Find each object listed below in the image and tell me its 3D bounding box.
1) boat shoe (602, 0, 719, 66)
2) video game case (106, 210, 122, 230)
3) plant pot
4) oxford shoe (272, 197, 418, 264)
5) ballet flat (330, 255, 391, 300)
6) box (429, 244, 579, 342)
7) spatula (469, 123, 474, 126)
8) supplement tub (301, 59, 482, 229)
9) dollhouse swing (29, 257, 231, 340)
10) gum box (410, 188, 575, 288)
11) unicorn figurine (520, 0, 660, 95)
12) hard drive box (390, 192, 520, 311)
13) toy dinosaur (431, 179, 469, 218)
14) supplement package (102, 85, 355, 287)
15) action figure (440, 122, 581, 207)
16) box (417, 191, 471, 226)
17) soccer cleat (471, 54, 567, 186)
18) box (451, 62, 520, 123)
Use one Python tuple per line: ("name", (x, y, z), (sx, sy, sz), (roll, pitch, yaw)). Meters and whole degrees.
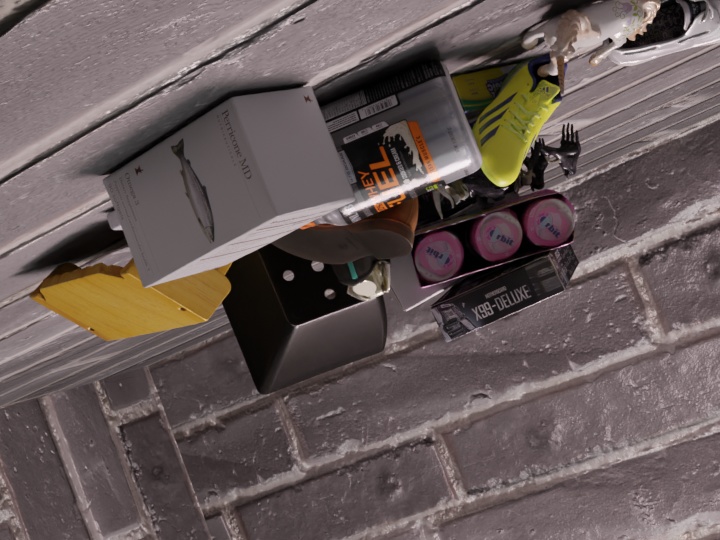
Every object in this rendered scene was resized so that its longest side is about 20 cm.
("boat shoe", (0.367, -0.287, 1.438), (0.199, 0.072, 0.068), (-13, 179, 15))
("video game case", (-0.166, -0.093, 1.468), (0.199, 0.023, 0.182), (-24, 175, 14))
("plant pot", (-0.072, 0.026, 1.747), (0.199, 0.201, 0.178), (-19, 165, -18))
("oxford shoe", (-0.021, -0.053, 1.395), (0.199, 0.072, 0.071), (-1, 148, 33))
("ballet flat", (0.000, 0.000, 1.516), (0.068, 0.069, 0.200), (-21, 173, 11))
("box", (0.183, 0.018, 1.589), (0.157, 0.050, 0.200), (-25, -178, 18))
("spatula", (0.081, -0.143, 1.484), (0.199, 0.021, 0.056), (-22, 180, 40))
("supplement tub", (0.013, -0.123, 1.300), (0.199, 0.123, 0.123), (-22, 176, 8))
("dollhouse swing", (-0.267, -0.021, 1.599), (0.199, 0.177, 0.182), (-12, 144, 42))
("gum box", (0.156, -0.042, 1.536), (0.199, 0.066, 0.114), (-17, -175, 2))
("unicorn figurine", (0.227, -0.241, 1.320), (0.200, 0.074, 0.137), (-37, -179, -19))
("hard drive box", (0.127, -0.031, 1.677), (0.199, 0.077, 0.156), (-30, -179, 4))
("toy dinosaur", (0.035, -0.138, 1.415), (0.199, 0.077, 0.102), (17, -130, 28))
("supplement package", (-0.126, -0.077, 1.206), (0.200, 0.117, 0.117), (-25, 174, 39))
("action figure", (0.164, -0.131, 1.513), (0.199, 0.103, 0.119), (-15, 179, -41))
("box", (0.029, -0.104, 1.621), (0.199, 0.123, 0.106), (-18, 175, -33))
("soccer cleat", (0.174, -0.168, 1.375), (0.084, 0.065, 0.201), (-29, -156, 40))
("box", (0.148, -0.201, 1.513), (0.199, 0.049, 0.117), (-20, 177, -39))
